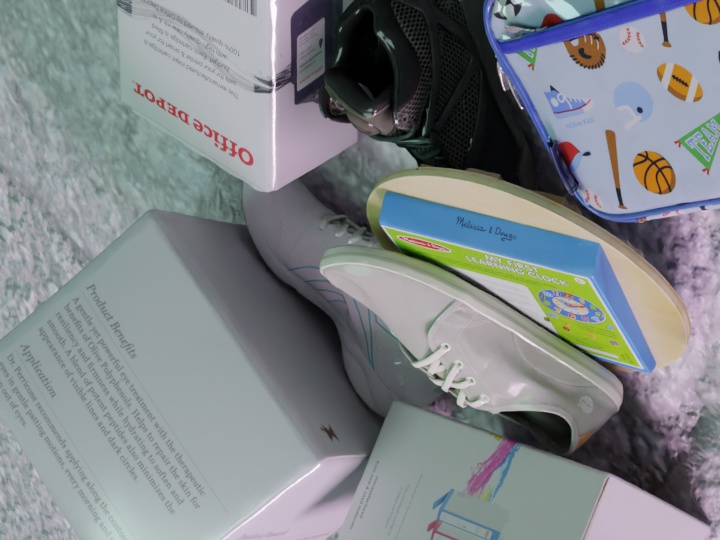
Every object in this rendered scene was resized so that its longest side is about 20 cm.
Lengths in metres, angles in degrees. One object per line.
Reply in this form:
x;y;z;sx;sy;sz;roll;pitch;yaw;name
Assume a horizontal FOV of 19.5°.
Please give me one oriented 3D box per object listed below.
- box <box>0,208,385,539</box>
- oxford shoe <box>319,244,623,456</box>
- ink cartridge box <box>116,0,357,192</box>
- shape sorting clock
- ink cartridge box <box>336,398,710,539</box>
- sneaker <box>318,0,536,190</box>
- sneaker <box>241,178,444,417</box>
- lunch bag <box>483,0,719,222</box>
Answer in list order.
-0.099;0.091;1.371;0.171;0.200;0.199;-40;74;16;box
0.062;0.047;1.226;0.200;0.058;0.075;31;164;-11;oxford shoe
-0.076;-0.171;1.298;0.145;0.084;0.200;32;137;32;ink cartridge box
0.096;0.000;1.201;0.200;0.039;0.200;23;163;8;shape sorting clock
0.104;0.176;1.273;0.200;0.125;0.128;16;172;42;ink cartridge box
0.035;-0.080;1.210;0.076;0.114;0.200;17;133;44;sneaker
0.000;0.000;1.368;0.080;0.070;0.200;-45;75;32;sneaker
0.157;-0.111;1.053;0.200;0.076;0.160;-11;114;47;lunch bag
